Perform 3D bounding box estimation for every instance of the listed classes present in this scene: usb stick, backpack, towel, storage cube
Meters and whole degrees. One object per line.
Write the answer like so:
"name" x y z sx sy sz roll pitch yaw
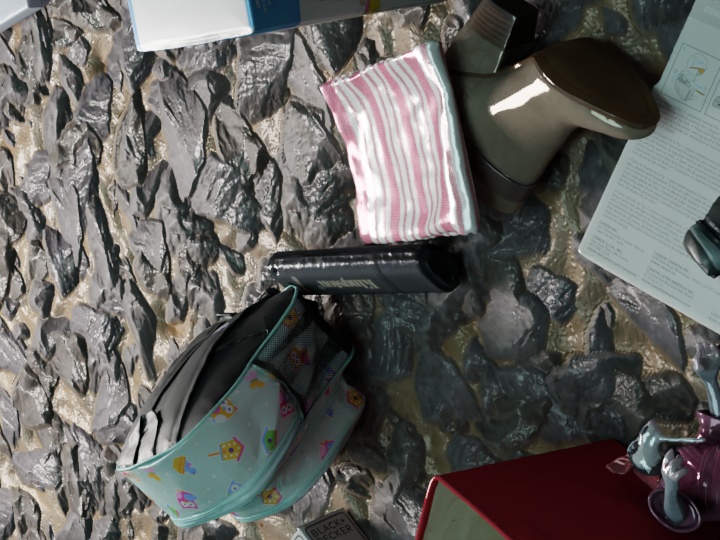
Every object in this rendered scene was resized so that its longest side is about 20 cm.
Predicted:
"usb stick" 0.000 0.000 1.302 0.200 0.055 0.033 -2 64 46
"backpack" -0.107 0.134 1.346 0.176 0.200 0.153 -24 107 47
"towel" 0.029 -0.093 1.211 0.200 0.030 0.147 -3 101 68
"storage cube" 0.152 0.244 1.108 0.200 0.180 0.171 39 125 45

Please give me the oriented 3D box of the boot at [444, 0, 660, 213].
"boot" 0.125 -0.103 1.121 0.200 0.070 0.146 49 139 38

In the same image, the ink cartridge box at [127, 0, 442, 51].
"ink cartridge box" -0.062 -0.256 1.172 0.146 0.200 0.147 0 103 47

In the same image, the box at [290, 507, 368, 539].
"box" 0.001 0.329 1.401 0.200 0.060 0.117 48 132 23

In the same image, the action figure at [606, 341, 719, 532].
"action figure" 0.264 0.144 1.060 0.200 0.134 0.149 0 127 45

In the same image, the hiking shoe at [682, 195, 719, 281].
"hiking shoe" 0.300 0.008 0.947 0.200 0.074 0.087 32 103 -4

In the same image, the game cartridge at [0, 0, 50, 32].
"game cartridge" -0.379 -0.351 1.588 0.133 0.042 0.200 -15 92 43

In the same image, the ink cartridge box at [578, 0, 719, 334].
"ink cartridge box" 0.255 -0.063 1.037 0.161 0.050 0.200 33 106 34
